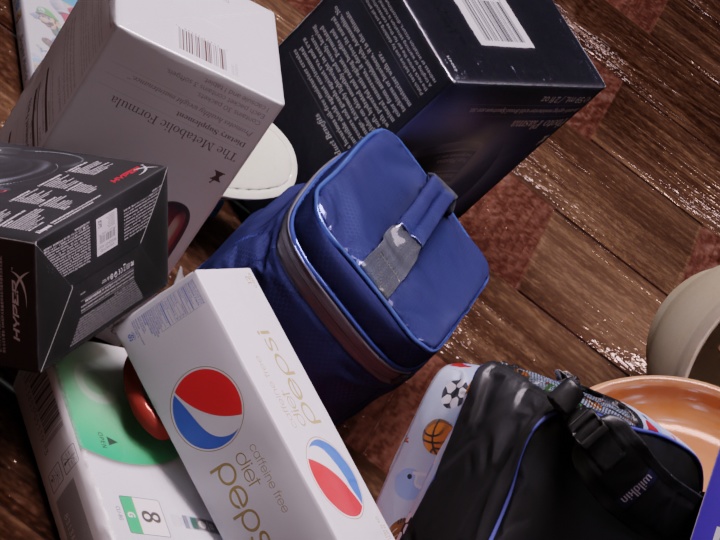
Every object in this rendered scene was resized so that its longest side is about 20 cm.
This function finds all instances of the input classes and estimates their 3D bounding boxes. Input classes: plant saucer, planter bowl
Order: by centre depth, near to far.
[{"bbox_3d":[0.206,0.157,1.444,0.199,0.038,0.201,2,48,-2],"label":"plant saucer"},{"bbox_3d":[0.292,0.073,1.607,0.200,0.201,0.135,22,8,-26],"label":"planter bowl"}]

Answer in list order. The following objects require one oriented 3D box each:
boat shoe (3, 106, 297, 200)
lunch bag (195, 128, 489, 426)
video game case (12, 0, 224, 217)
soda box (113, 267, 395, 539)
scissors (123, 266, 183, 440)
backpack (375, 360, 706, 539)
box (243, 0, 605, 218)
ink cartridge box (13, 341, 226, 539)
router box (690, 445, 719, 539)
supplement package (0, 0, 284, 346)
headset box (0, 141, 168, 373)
[{"bbox_3d":[-0.137,-0.083,1.429,0.201,0.060,0.072,12,67,-32],"label":"boat shoe"},{"bbox_3d":[0.000,0.000,1.386,0.136,0.132,0.200,53,27,-8],"label":"lunch bag"},{"bbox_3d":[-0.174,-0.126,1.530,0.143,0.018,0.200,20,33,-28],"label":"video game case"},{"bbox_3d":[-0.053,0.099,1.188,0.201,0.064,0.068,62,22,11],"label":"soda box"},{"bbox_3d":[-0.115,0.039,1.270,0.073,0.014,0.200,37,22,-32],"label":"scissors"},{"bbox_3d":[0.108,0.151,1.283,0.190,0.201,0.154,19,13,-40],"label":"backpack"},{"bbox_3d":[0.032,-0.117,1.544,0.200,0.198,0.124,-5,60,-52],"label":"box"},{"bbox_3d":[-0.087,0.122,1.233,0.199,0.050,0.161,11,38,-36],"label":"ink cartridge box"},{"bbox_3d":[0.255,0.174,1.303,0.049,0.201,0.179,11,-18,33],"label":"router box"},{"bbox_3d":[-0.144,-0.074,1.295,0.113,0.200,0.110,24,30,-21],"label":"supplement package"},{"bbox_3d":[-0.225,-0.018,1.180,0.199,0.075,0.149,9,21,20],"label":"headset box"}]
